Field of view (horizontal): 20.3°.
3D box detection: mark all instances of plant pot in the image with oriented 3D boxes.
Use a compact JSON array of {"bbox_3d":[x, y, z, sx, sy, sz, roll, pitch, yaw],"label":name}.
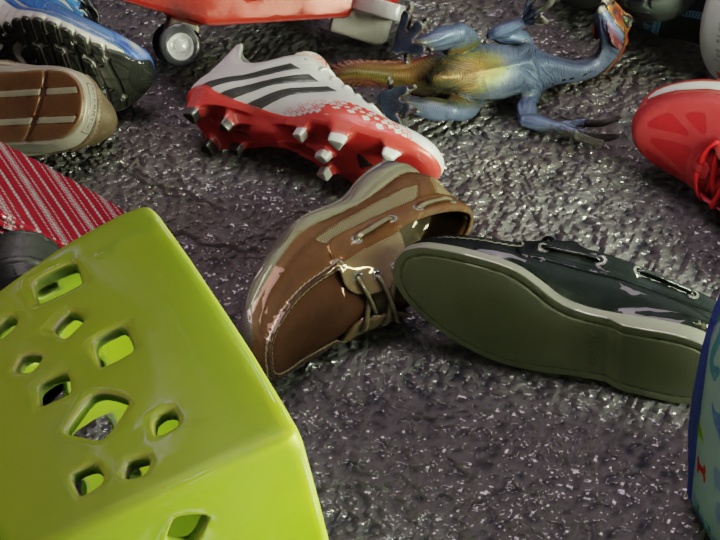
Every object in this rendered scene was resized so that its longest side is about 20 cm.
[{"bbox_3d":[-0.127,0.123,0.949,0.181,0.201,0.199,-24,40,-13],"label":"plant pot"}]

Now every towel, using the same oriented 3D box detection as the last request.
[{"bbox_3d":[-0.197,-0.038,1.205,0.023,0.200,0.145,-51,42,10],"label":"towel"}]

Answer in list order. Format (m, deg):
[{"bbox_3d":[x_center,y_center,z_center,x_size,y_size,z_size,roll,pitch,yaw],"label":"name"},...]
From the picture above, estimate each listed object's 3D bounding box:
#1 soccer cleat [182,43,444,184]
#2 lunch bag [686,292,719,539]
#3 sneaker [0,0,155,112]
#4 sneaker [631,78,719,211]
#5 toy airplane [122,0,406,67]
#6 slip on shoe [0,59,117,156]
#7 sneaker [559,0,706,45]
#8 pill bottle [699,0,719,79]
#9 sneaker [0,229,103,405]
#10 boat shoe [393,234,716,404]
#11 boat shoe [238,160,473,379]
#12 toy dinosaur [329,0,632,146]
[{"bbox_3d":[-0.026,-0.105,1.341,0.199,0.069,0.085,14,57,30],"label":"soccer cleat"},{"bbox_3d":[0.240,0.078,0.962,0.127,0.201,0.170,-13,37,-11],"label":"lunch bag"},{"bbox_3d":[-0.215,-0.176,1.452,0.199,0.079,0.089,26,48,35],"label":"sneaker"},{"bbox_3d":[0.239,-0.050,1.238,0.199,0.079,0.115,19,41,29],"label":"sneaker"},{"bbox_3d":[-0.059,-0.225,1.445,0.199,0.142,0.199,1,11,36],"label":"toy airplane"},{"bbox_3d":[-0.262,-0.114,1.393,0.199,0.077,0.061,1,-4,21],"label":"slip on shoe"},{"bbox_3d":[0.200,-0.203,1.464,0.073,0.082,0.200,-53,28,4],"label":"sneaker"},{"bbox_3d":[0.329,-0.138,1.317,0.111,0.112,0.200,-27,42,-28],"label":"pill bottle"},{"bbox_3d":[-0.211,0.052,1.097,0.060,0.200,0.105,25,41,-37],"label":"sneaker"},{"bbox_3d":[0.120,0.014,1.159,0.198,0.075,0.066,14,43,16],"label":"boat shoe"},{"bbox_3d":[0.000,0.000,1.198,0.071,0.076,0.200,20,45,26],"label":"boat shoe"},{"bbox_3d":[0.093,-0.152,1.387,0.181,0.106,0.199,-10,19,-43],"label":"toy dinosaur"}]
